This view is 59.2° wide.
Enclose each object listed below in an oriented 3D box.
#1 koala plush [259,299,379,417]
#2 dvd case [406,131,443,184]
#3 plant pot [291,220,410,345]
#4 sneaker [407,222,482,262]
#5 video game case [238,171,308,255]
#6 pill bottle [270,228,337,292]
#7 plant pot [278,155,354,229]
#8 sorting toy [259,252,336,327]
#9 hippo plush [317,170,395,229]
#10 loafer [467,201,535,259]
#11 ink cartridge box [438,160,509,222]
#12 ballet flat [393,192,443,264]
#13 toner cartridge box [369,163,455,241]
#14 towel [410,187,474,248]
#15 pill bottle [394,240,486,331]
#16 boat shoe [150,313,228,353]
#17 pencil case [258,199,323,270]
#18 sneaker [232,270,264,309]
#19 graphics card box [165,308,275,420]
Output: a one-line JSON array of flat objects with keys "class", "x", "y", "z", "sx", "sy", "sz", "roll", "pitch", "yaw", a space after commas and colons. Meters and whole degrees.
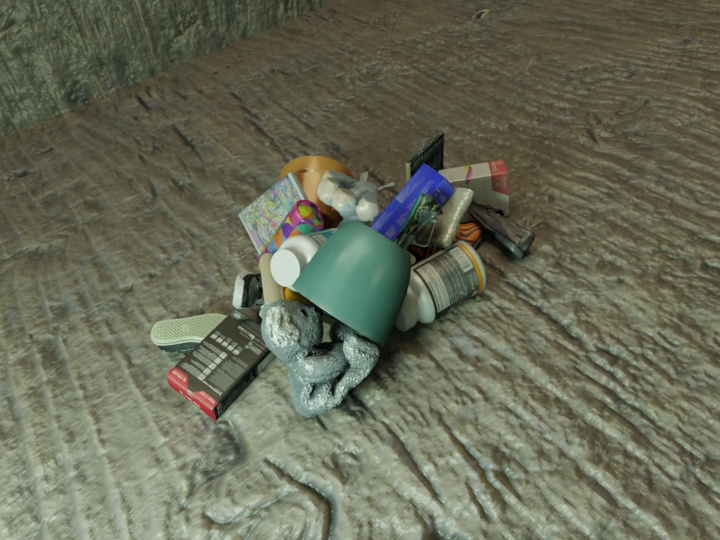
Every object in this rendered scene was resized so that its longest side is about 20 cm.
[{"class": "koala plush", "x": -0.099, "y": 0.133, "z": 1.117, "sx": 0.184, "sy": 0.200, "sz": 0.177, "roll": -46, "pitch": 14, "yaw": -5}, {"class": "dvd case", "x": 0.152, "y": -0.201, "z": 1.488, "sx": 0.016, "sy": 0.203, "sz": 0.149, "roll": 22, "pitch": 49, "yaw": 28}, {"class": "plant pot", "x": 0.000, "y": 0.012, "z": 1.141, "sx": 0.199, "sy": 0.200, "sz": 0.163, "roll": 30, "pitch": 87, "yaw": 43}, {"class": "sneaker", "x": 0.181, "y": -0.083, "z": 1.400, "sx": 0.196, "sy": 0.114, "sz": 0.078, "roll": -25, "pitch": 37, "yaw": -14}, {"class": "video game case", "x": -0.189, "y": -0.116, "z": 1.477, "sx": 0.198, "sy": 0.146, "sz": 0.018, "roll": -30, "pitch": -2, "yaw": 35}, {"class": "pill bottle", "x": -0.096, "y": -0.020, "z": 1.274, "sx": 0.108, "sy": 0.114, "sz": 0.199, "roll": 9, "pitch": 13, "yaw": 28}, {"class": "plant pot", "x": -0.110, "y": -0.156, "z": 1.544, "sx": 0.194, "sy": 0.202, "sz": 0.143, "roll": -4, "pitch": 54, "yaw": 12}, {"class": "sorting toy", "x": -0.109, "y": 0.040, "z": 1.321, "sx": 0.196, "sy": 0.037, "sz": 0.187, "roll": 18, "pitch": 29, "yaw": -25}, {"class": "hippo plush", "x": -0.033, "y": -0.124, "z": 1.428, "sx": 0.156, "sy": 0.164, "sz": 0.201, "roll": 22, "pitch": 28, "yaw": 4}, {"class": "loafer", "x": 0.311, "y": -0.103, "z": 1.408, "sx": 0.063, "sy": 0.071, "sz": 0.201, "roll": -47, "pitch": 46, "yaw": 9}, {"class": "ink cartridge box", "x": 0.248, "y": -0.181, "z": 1.501, "sx": 0.194, "sy": 0.119, "sz": 0.068, "roll": -7, "pitch": 36, "yaw": 8}, {"class": "ballet flat", "x": 0.094, "y": -0.052, "z": 1.242, "sx": 0.202, "sy": 0.073, "sz": 0.074, "roll": -57, "pitch": 38, "yaw": 12}, {"class": "toner cartridge box", "x": 0.099, "y": -0.119, "z": 1.317, "sx": 0.201, "sy": 0.043, "sz": 0.095, "roll": -49, "pitch": 35, "yaw": 5}, {"class": "towel", "x": 0.140, "y": -0.112, "z": 1.331, "sx": 0.198, "sy": 0.034, "sz": 0.135, "roll": 11, "pitch": 70, "yaw": 50}, {"class": "pill bottle", "x": 0.145, "y": 0.032, "z": 1.264, "sx": 0.197, "sy": 0.118, "sz": 0.116, "roll": -28, "pitch": 39, "yaw": -17}, {"class": "boat shoe", "x": -0.337, "y": 0.137, "z": 1.333, "sx": 0.194, "sy": 0.063, "sz": 0.076, "roll": -3, "pitch": 53, "yaw": -10}, {"class": "pencil case", "x": -0.155, "y": -0.065, "z": 1.414, "sx": 0.087, "sy": 0.201, "sz": 0.090, "roll": 23, "pitch": 40, "yaw": -22}, {"class": "sneaker", "x": -0.194, "y": 0.045, "z": 1.340, "sx": 0.111, "sy": 0.078, "sz": 0.200, "roll": 9, "pitch": 4, "yaw": 8}, {"class": "graphics card box", "x": -0.263, "y": 0.179, "z": 1.239, "sx": 0.124, "sy": 0.052, "sz": 0.200, "roll": 28, "pitch": 53, "yaw": 19}]
